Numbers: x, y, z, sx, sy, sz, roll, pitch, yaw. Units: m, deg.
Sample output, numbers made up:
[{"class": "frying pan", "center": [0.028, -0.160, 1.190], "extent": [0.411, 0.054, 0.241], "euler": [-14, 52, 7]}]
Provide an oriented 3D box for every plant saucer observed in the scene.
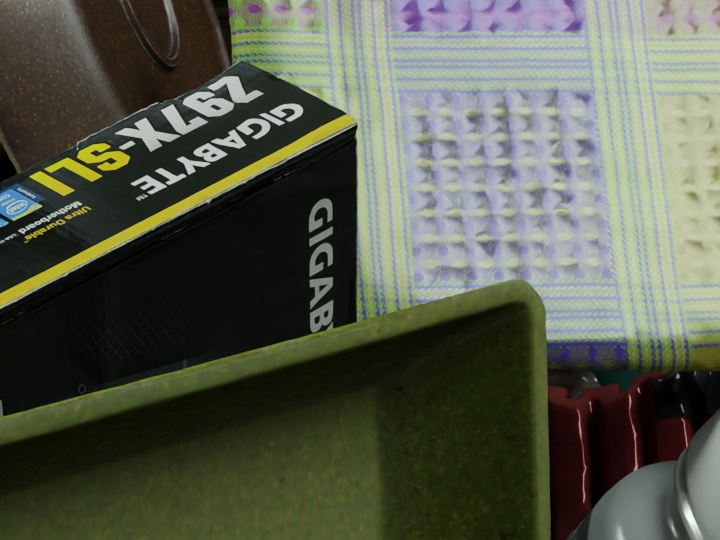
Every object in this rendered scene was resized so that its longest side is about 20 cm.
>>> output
[{"class": "plant saucer", "center": [-0.081, -0.083, 0.940], "extent": [0.200, 0.034, 0.201], "euler": [-18, 90, -78]}, {"class": "plant saucer", "center": [-0.032, 0.113, 0.710], "extent": [0.048, 0.200, 0.200], "euler": [8, 14, 41]}]

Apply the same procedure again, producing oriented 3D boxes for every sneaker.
[{"class": "sneaker", "center": [0.105, 0.074, 0.995], "extent": [0.098, 0.200, 0.071], "euler": [50, 37, -60]}]

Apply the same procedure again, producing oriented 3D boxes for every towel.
[{"class": "towel", "center": [0.063, -0.035, 0.881], "extent": [0.199, 0.023, 0.144], "euler": [-2, 69, -9]}]

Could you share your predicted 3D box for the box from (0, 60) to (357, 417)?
[{"class": "box", "center": [-0.070, 0.068, 0.749], "extent": [0.159, 0.201, 0.049], "euler": [-28, 43, -36]}]

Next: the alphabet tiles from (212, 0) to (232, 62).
[{"class": "alphabet tiles", "center": [-0.086, -0.114, 1.042], "extent": [0.006, 0.166, 0.200], "euler": [-55, 133, -47]}]

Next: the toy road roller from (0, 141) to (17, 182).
[{"class": "toy road roller", "center": [-0.133, -0.074, 0.995], "extent": [0.200, 0.146, 0.123], "euler": [30, 30, -14]}]

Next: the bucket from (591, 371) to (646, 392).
[{"class": "bucket", "center": [0.163, -0.022, 1.062], "extent": [0.135, 0.207, 0.207], "euler": [-31, 68, -26]}]

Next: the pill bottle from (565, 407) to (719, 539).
[{"class": "pill bottle", "center": [0.093, 0.131, 0.901], "extent": [0.113, 0.200, 0.113], "euler": [27, 31, -17]}]
